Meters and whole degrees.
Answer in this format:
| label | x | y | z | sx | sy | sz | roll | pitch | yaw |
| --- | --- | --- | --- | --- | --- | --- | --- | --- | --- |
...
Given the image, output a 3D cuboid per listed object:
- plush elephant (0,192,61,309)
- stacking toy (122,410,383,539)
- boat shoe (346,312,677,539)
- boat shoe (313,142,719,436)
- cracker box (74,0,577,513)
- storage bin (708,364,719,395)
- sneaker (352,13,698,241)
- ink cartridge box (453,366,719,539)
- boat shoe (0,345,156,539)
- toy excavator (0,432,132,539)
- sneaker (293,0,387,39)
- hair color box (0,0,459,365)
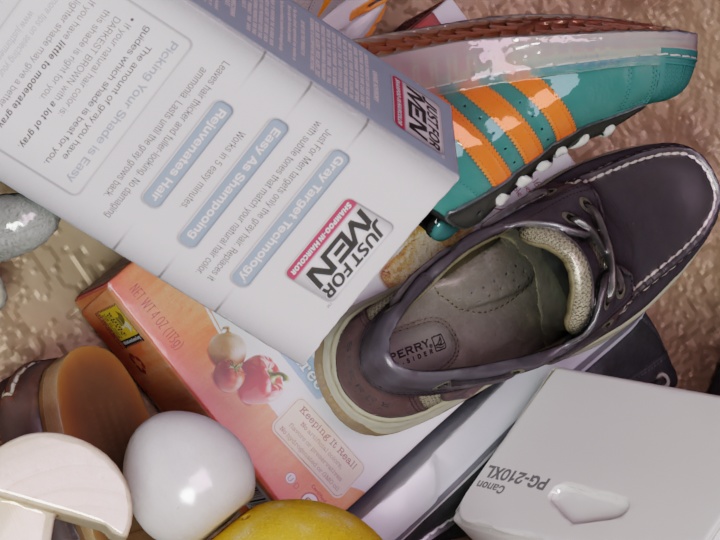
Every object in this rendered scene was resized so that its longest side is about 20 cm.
| label | x | y | z | sx | sy | sz | roll | pitch | yaw |
| --- | --- | --- | --- | --- | --- | --- | --- | --- | --- |
| plush elephant | -0.185 | -0.003 | 0.998 | 0.155 | 0.199 | 0.165 | -37 | 125 | -27 |
| stacking toy | -0.021 | 0.137 | 1.007 | 0.146 | 0.146 | 0.200 | -37 | 84 | -22 |
| boat shoe | 0.058 | 0.079 | 1.133 | 0.200 | 0.069 | 0.057 | -39 | 97 | -24 |
| boat shoe | 0.075 | 0.004 | 1.089 | 0.199 | 0.065 | 0.072 | -26 | 92 | -25 |
| cracker box | 0.000 | 0.000 | 1.127 | 0.200 | 0.058 | 0.134 | -42 | 98 | -22 |
| storage bin | 0.249 | 0.064 | 1.172 | 0.199 | 0.134 | 0.146 | 30 | 73 | -15 |
| sneaker | 0.046 | -0.057 | 1.088 | 0.199 | 0.071 | 0.080 | -10 | 105 | -20 |
| ink cartridge box | 0.154 | 0.136 | 1.087 | 0.200 | 0.144 | 0.085 | 47 | 67 | -31 |
| boat shoe | -0.104 | 0.133 | 1.054 | 0.070 | 0.070 | 0.201 | 6 | 66 | -52 |
| toy excavator | -0.103 | 0.185 | 0.952 | 0.200 | 0.100 | 0.195 | 41 | 78 | 0 |
| sneaker | -0.003 | -0.154 | 1.076 | 0.092 | 0.200 | 0.076 | 28 | 30 | -37 |
| hair color box | -0.072 | -0.063 | 0.981 | 0.199 | 0.061 | 0.099 | 32 | 114 | -18 |
